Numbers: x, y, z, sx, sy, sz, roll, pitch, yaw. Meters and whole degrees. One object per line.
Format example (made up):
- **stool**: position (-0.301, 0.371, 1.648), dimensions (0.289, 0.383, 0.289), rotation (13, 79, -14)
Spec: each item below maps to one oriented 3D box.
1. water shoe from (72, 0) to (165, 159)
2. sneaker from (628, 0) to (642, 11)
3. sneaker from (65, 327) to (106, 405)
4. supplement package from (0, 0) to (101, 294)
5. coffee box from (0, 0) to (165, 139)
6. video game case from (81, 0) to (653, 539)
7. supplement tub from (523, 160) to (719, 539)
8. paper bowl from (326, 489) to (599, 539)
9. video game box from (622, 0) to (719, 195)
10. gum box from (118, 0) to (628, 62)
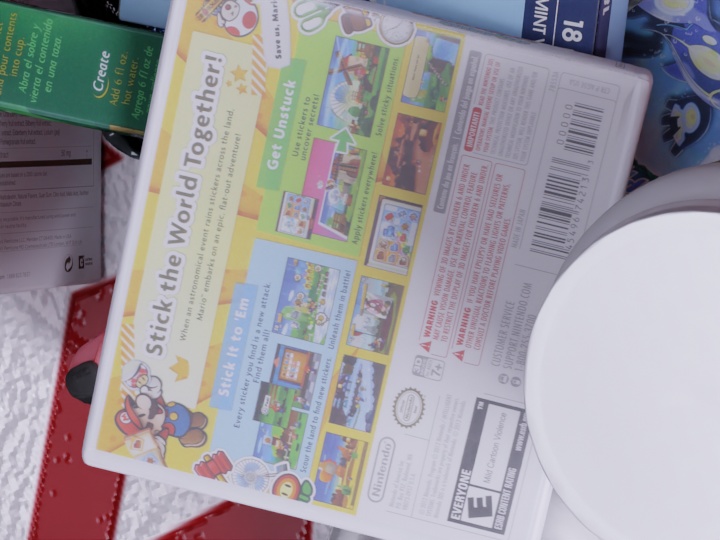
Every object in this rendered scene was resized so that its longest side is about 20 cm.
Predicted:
- **water shoe**: position (-0.090, -0.146, 1.223), dimensions (0.071, 0.079, 0.201), rotation (-13, 88, 26)
- **sneaker**: position (0.024, -0.156, 1.127), dimensions (0.200, 0.060, 0.104), rotation (47, 114, 8)
- **sneaker**: position (-0.050, -0.008, 1.229), dimensions (0.200, 0.074, 0.087), rotation (-31, 66, 20)
- **supplement package**: position (-0.195, -0.093, 1.255), dimensions (0.121, 0.120, 0.201), rotation (2, 94, 26)
- **coffee box**: position (-0.124, -0.082, 1.124), dimensions (0.199, 0.123, 0.044), rotation (11, 93, -9)
- **video game case**: position (0.000, 0.000, 1.063), dimensions (0.181, 0.023, 0.201), rotation (14, 105, 3)
- **supplement tub**: position (0.147, 0.029, 1.003), dimensions (0.144, 0.200, 0.145), rotation (3, 97, 23)
- **paper bowl**: position (0.075, 0.147, 1.148), dimensions (0.200, 0.104, 0.202), rotation (3, 96, 26)
- **video game box**: position (0.157, -0.060, 1.127), dimensions (0.182, 0.047, 0.200), rotation (-47, 74, 23)
- **gum box**: position (0.009, -0.163, 1.072), dimensions (0.199, 0.045, 0.171), rotation (13, 112, 20)
